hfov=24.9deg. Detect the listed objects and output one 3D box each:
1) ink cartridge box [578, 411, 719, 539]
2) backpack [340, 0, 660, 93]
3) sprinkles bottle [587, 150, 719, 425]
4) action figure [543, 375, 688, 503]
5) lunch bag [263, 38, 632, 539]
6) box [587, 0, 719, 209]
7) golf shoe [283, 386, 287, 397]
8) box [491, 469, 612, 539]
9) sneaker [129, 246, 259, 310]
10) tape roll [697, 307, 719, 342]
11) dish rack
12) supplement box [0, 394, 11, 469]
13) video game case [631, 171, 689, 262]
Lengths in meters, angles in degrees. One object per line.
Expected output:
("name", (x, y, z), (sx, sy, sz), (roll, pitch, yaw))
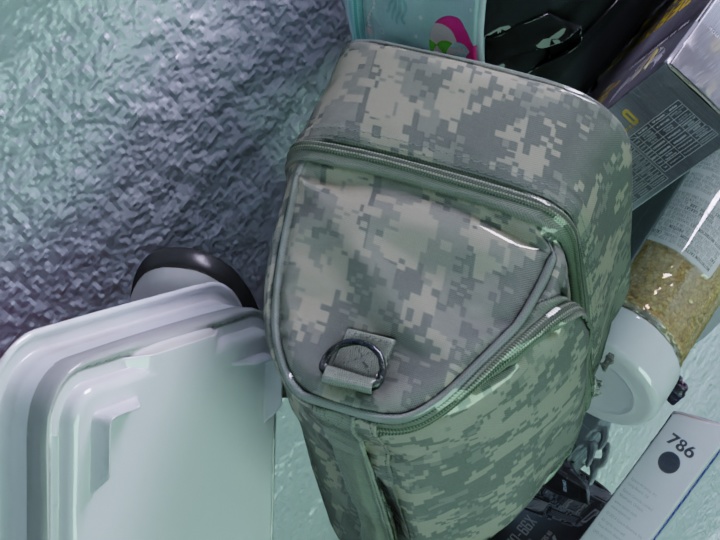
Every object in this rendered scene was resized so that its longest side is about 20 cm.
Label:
("ink cartridge box", (0.166, 0.150, 0.984), (0.200, 0.039, 0.099), (-50, 164, -8))
("backpack", (0.068, -0.156, 0.753), (0.200, 0.150, 0.178), (-57, 151, -30))
("sprinkles bottle", (0.172, -0.011, 0.870), (0.200, 0.068, 0.068), (-52, 143, -29))
("action figure", (0.155, 0.039, 0.953), (0.200, 0.069, 0.130), (-43, 130, -30))
("lunch bag", (0.032, 0.028, 0.701), (0.200, 0.139, 0.168), (76, 36, -61))
("box", (0.146, -0.089, 0.817), (0.158, 0.048, 0.200), (-51, -175, -32))
("golf shoe", (0.000, 0.000, 0.853), (0.200, 0.073, 0.092), (-32, 119, -45))
("box", (0.082, 0.231, 1.069), (0.200, 0.050, 0.158), (-47, 161, -20))
("sneaker", (-0.088, 0.096, 0.751), (0.108, 0.067, 0.202), (-71, 170, -52))
("tape roll", (0.205, -0.046, 1.070), (0.200, 0.066, 0.201), (-30, 134, -37))
("dish rack", (-0.082, 0.113, 0.665), (0.172, 0.043, 0.200), (-16, 111, -57))
("supplement box", (-0.192, 0.094, 0.639), (0.131, 0.103, 0.200), (-53, 144, -14))
("video game case", (0.112, -0.009, 0.892), (0.143, 0.019, 0.200), (-52, -174, -37))
